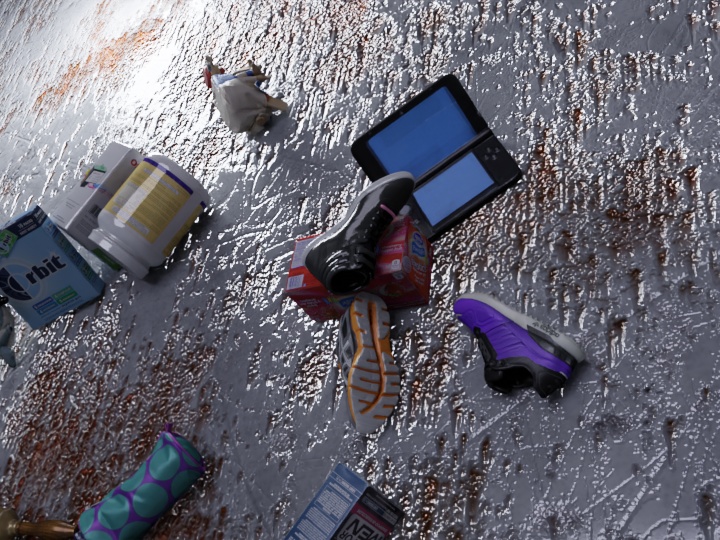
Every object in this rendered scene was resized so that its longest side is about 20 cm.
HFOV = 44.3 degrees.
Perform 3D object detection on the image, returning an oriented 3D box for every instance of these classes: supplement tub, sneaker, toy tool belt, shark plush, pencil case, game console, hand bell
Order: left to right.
[{"bbox_3d":[-0.698,0.112,1.674,0.091,0.083,0.201,60,142,38],"label":"shark plush"},{"bbox_3d":[-0.530,0.405,1.397,0.198,0.104,0.105,-4,55,19],"label":"hand bell"},{"bbox_3d":[-0.319,0.326,1.288,0.200,0.085,0.092,-44,77,-3],"label":"pencil case"},{"bbox_3d":[-0.388,-0.100,1.625,0.145,0.145,0.201,25,73,44],"label":"supplement tub"},{"bbox_3d":[-0.227,-0.354,1.746,0.122,0.126,0.200,-16,44,-17],"label":"toy tool belt"},{"bbox_3d":[0.003,0.133,1.226,0.077,0.078,0.201,-39,40,46],"label":"sneaker"},{"bbox_3d":[0.014,-0.043,1.212,0.200,0.071,0.099,-42,46,9],"label":"sneaker"},{"bbox_3d":[0.111,-0.164,1.336,0.199,0.116,0.176,-35,44,9],"label":"game console"},{"bbox_3d":[0.177,0.099,1.119,0.199,0.070,0.100,26,77,45],"label":"sneaker"}]

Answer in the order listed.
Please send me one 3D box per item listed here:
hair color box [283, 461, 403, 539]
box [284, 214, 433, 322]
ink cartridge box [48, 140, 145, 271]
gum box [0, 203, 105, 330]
[{"bbox_3d":[-0.043,0.343,1.066,0.060,0.100,0.201,28,76,43],"label":"hair color box"},{"bbox_3d":[0.000,0.000,1.303,0.199,0.096,0.100,-11,52,28],"label":"box"},{"bbox_3d":[-0.472,-0.126,1.705,0.084,0.145,0.201,24,73,44],"label":"ink cartridge box"},{"bbox_3d":[-0.613,-0.003,1.672,0.169,0.201,0.045,-26,28,17],"label":"gum box"}]
